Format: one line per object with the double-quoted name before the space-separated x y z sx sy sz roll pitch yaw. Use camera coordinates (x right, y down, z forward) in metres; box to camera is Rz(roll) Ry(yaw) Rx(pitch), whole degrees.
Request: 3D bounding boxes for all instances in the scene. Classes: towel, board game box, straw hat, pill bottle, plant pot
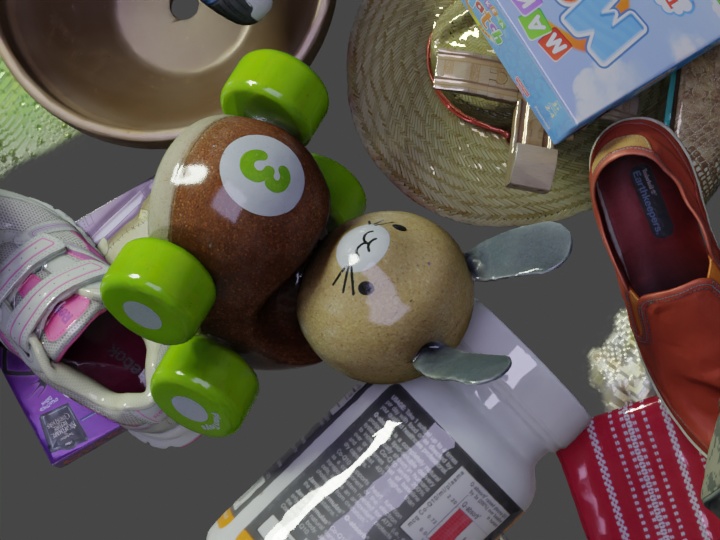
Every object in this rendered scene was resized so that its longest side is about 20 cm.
"towel" 0.212 0.125 1.277 0.200 0.022 0.145 -21 82 21
"board game box" -0.116 0.013 1.362 0.200 0.032 0.120 -30 84 1
"straw hat" 0.087 -0.124 1.329 0.201 0.085 0.201 -1 82 6
"board game box" 0.142 -0.179 1.265 0.200 0.037 0.151 -32 87 -24
"pill bottle" 0.022 0.117 1.284 0.200 0.116 0.116 -44 79 -1
"plant pot" -0.109 -0.162 1.353 0.200 0.093 0.201 -1 82 5

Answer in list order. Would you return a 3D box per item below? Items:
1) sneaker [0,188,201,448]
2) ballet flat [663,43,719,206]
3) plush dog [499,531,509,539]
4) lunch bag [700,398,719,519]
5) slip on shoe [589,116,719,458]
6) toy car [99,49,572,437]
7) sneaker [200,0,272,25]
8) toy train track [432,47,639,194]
"sneaker" -0.163 0.018 1.306 0.200 0.088 0.081 35 87 9
"ballet flat" 0.200 -0.119 1.310 0.065 0.071 0.200 0 72 12
"plush dog" 0.070 0.254 1.248 0.172 0.200 0.160 -45 46 -11
"lunch bag" 0.279 0.059 1.172 0.200 0.139 0.168 18 68 -2
"slip on shoe" 0.169 0.017 1.244 0.074 0.061 0.200 -20 95 20
"toy car" 0.000 0.000 1.219 0.200 0.158 0.164 12 55 27
"sneaker" -0.105 -0.219 1.276 0.077 0.076 0.200 -37 81 4
"toy train track" 0.104 -0.142 1.275 0.114 0.033 0.200 9 77 -11
